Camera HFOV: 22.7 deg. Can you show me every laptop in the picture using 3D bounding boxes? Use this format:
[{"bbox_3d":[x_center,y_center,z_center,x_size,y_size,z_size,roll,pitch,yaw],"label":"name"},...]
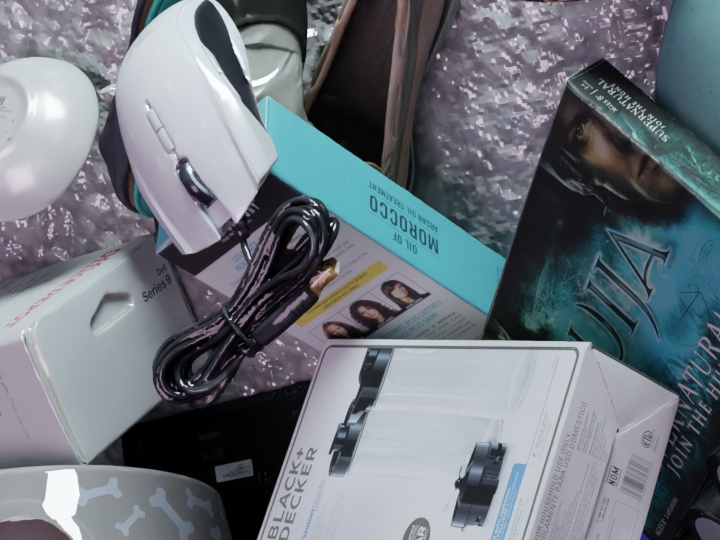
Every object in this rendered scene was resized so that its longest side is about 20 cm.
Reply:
[{"bbox_3d":[-0.034,0.176,1.072,0.176,0.103,0.202,-16,79,29],"label":"laptop"}]

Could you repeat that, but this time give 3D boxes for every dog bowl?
[{"bbox_3d":[-0.162,0.155,0.983,0.199,0.200,0.059,-16,66,30],"label":"dog bowl"}]

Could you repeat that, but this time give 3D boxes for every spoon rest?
[{"bbox_3d":[-0.232,-0.080,1.021,0.198,0.061,0.100,9,72,26],"label":"spoon rest"}]

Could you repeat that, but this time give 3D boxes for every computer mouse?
[{"bbox_3d":[-0.075,-0.047,0.807,0.110,0.044,0.201,-44,50,28],"label":"computer mouse"}]

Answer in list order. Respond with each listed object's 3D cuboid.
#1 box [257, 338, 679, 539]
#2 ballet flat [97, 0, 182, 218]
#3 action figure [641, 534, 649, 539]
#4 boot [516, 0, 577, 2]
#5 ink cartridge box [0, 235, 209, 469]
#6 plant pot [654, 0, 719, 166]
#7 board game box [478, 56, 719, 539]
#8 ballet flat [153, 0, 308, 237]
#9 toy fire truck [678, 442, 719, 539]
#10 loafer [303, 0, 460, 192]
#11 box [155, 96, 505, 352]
[{"bbox_3d":[0.042,0.095,0.814,0.060,0.118,0.199,27,164,-31],"label":"box"},{"bbox_3d":[-0.099,-0.121,0.942,0.073,0.073,0.201,29,126,11],"label":"ballet flat"},{"bbox_3d":[0.127,0.153,0.885,0.199,0.099,0.065,27,122,-18],"label":"action figure"},{"bbox_3d":[0.139,-0.170,0.755,0.198,0.151,0.074,-8,108,28],"label":"boot"},{"bbox_3d":[-0.209,0.063,1.025,0.199,0.145,0.088,-18,104,30],"label":"ink cartridge box"},{"bbox_3d":[0.231,-0.071,0.738,0.187,0.199,0.202,6,115,39],"label":"plant pot"},{"bbox_3d":[0.120,0.021,0.788,0.135,0.028,0.201,44,147,23],"label":"board game box"},{"bbox_3d":[-0.059,-0.075,0.908,0.069,0.067,0.201,-120,33,-43],"label":"ballet flat"},{"bbox_3d":[0.227,0.141,0.721,0.200,0.129,0.176,41,161,19],"label":"toy fire truck"},{"bbox_3d":[-0.004,-0.079,0.915,0.071,0.063,0.202,25,120,14],"label":"loafer"},{"bbox_3d":[0.000,0.000,0.895,0.199,0.049,0.082,33,129,-32],"label":"box"}]
